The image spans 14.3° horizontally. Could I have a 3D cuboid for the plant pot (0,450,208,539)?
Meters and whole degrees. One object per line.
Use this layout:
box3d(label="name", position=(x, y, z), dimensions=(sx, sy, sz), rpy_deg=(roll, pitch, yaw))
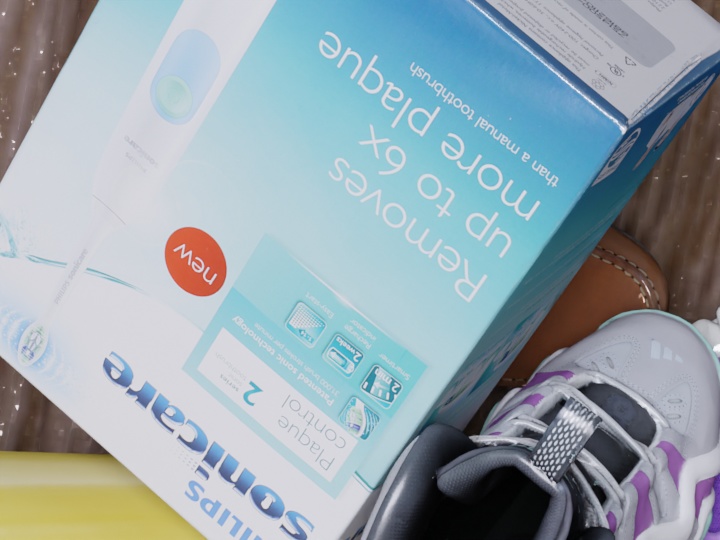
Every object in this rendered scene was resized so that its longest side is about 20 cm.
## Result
box3d(label="plant pot", position=(-0.098, 0.137, 0.907), dimensions=(0.189, 0.201, 0.201), rpy_deg=(-10, 89, -10))

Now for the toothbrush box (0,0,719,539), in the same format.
box3d(label="toothbrush box", position=(-0.012, -0.027, 0.828), dimensions=(0.146, 0.085, 0.200), rpy_deg=(41, 126, 10))

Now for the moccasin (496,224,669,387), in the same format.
box3d(label="moccasin", position=(0.000, -0.002, 0.940), dimensions=(0.201, 0.078, 0.074), rpy_deg=(17, 106, 5))

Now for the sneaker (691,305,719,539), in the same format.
box3d(label="sneaker", position=(0.094, 0.092, 0.920), dimensions=(0.200, 0.081, 0.083), rpy_deg=(-45, 48, 4))

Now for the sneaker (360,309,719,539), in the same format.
box3d(label="sneaker", position=(0.055, 0.063, 0.816), dimensions=(0.078, 0.140, 0.200), rpy_deg=(29, 59, 12))
